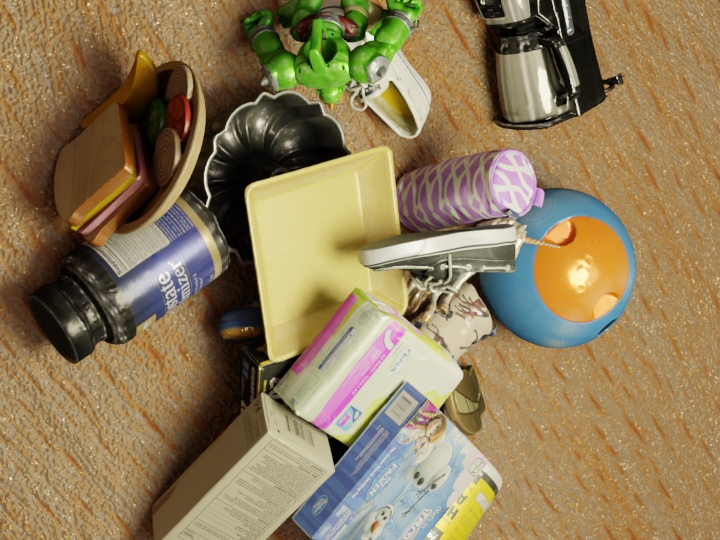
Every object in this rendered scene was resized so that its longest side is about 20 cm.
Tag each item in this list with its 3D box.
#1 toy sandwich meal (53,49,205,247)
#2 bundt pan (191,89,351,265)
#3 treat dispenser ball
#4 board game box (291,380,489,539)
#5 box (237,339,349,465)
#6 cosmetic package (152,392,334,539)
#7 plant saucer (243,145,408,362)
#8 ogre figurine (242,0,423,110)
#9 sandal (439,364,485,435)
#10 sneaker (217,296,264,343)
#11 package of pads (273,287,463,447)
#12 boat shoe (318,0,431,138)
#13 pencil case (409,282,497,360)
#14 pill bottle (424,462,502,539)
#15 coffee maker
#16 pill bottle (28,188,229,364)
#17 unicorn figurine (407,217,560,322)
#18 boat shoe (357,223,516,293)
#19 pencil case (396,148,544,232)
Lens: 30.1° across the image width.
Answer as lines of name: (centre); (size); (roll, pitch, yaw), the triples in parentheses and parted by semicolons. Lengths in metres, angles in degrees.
toy sandwich meal: (-0.235, -0.128, 1.357); (0.070, 0.204, 0.208); (22, 85, -37)
bundt pan: (-0.109, -0.103, 1.508); (0.200, 0.075, 0.205); (-9, 104, -37)
treat dispenser ball: (0.250, -0.003, 1.703); (0.199, 0.200, 0.204); (-6, 100, -34)
board game box: (0.040, 0.251, 1.546); (0.200, 0.043, 0.199); (-49, 143, -4)
box: (-0.066, 0.159, 1.558); (0.158, 0.049, 0.202); (-15, 127, -31)
cosmetic package: (-0.132, 0.243, 1.489); (0.105, 0.071, 0.200); (36, 110, -29)
plant saucer: (-0.045, -0.023, 1.495); (0.198, 0.048, 0.203); (-19, 110, -33)
ogre figurine: (-0.038, -0.247, 1.460); (0.197, 0.099, 0.121); (10, 51, -1)
sandal: (0.119, 0.162, 1.676); (0.053, 0.200, 0.081); (-14, 91, 10)
sneaker: (-0.086, 0.028, 1.562); (0.198, 0.075, 0.089); (-13, 89, -37)
package of pads: (0.015, 0.123, 1.518); (0.155, 0.068, 0.200); (-50, 138, 1)
boat shoe: (0.010, -0.226, 1.568); (0.202, 0.074, 0.087); (48, 39, -36)
pencil case: (0.080, 0.105, 1.674); (0.199, 0.077, 0.090); (-38, 131, -24)
pill bottle: (0.083, 0.316, 1.688); (0.111, 0.111, 0.201); (46, 71, -30)
coffee maker: (0.235, -0.302, 1.709); (0.192, 0.133, 0.203); (-38, 120, -51)
pill bottle: (-0.244, 0.006, 1.411); (0.199, 0.111, 0.113); (-38, 116, -25)
unicorn figurine: (0.120, -0.006, 1.617); (0.074, 0.199, 0.138); (49, 65, -26)
boat shoe: (0.089, -0.009, 1.513); (0.197, 0.073, 0.069); (-8, 97, -30)
pencil case: (0.127, -0.093, 1.605); (0.085, 0.199, 0.085); (22, 74, -35)
